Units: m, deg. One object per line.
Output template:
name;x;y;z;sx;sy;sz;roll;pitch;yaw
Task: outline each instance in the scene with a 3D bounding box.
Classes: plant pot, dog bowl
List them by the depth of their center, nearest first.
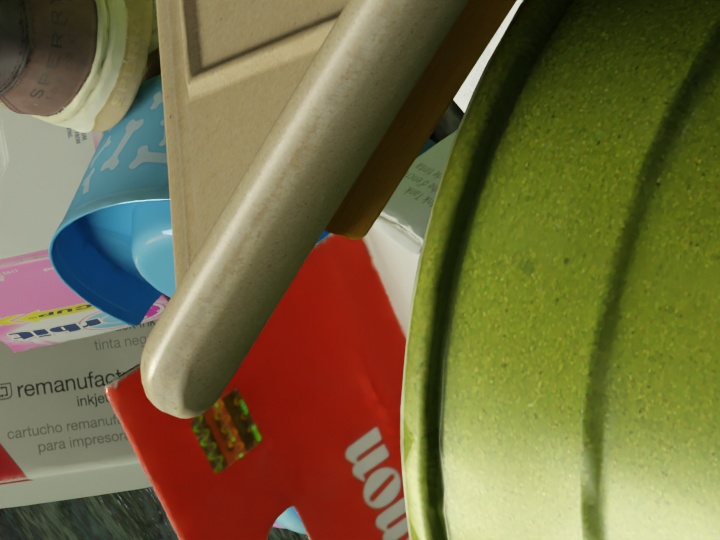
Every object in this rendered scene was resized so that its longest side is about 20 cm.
plant pot;0.145;0.028;0.477;0.192;0.200;0.201;15;138;45
dog bowl;0.000;0.000;0.834;0.111;0.050;0.200;-14;147;43

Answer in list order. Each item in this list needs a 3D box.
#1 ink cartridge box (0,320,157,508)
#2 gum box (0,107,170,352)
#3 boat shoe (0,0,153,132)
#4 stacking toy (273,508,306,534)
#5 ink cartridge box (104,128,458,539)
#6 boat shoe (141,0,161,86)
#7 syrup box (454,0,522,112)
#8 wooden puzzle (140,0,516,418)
ink cartridge box;-0.153;-0.010;1.090;0.084;0.143;0.201;136;125;-71
gum box;-0.116;-0.085;0.942;0.114;0.066;0.201;61;-162;-76
boat shoe;-0.138;-0.092;0.826;0.200;0.065;0.072;30;105;46
stacking toy;0.016;0.075;1.054;0.200;0.085;0.086;17;140;52
ink cartridge box;0.042;0.062;0.784;0.043;0.173;0.201;29;149;51
boat shoe;-0.052;-0.088;0.890;0.065;0.072;0.200;63;-178;1
syrup box;0.061;-0.070;0.652;0.200;0.079;0.081;52;163;11
wooden puzzle;0.013;-0.091;0.516;0.037;0.185;0.200;24;-150;-17
